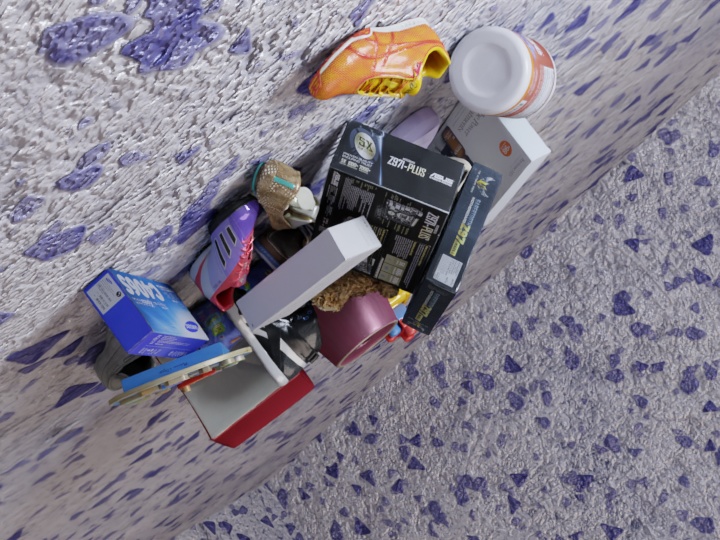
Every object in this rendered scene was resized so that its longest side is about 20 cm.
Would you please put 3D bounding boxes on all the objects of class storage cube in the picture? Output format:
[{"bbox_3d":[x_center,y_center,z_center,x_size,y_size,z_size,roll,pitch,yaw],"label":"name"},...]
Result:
[{"bbox_3d":[-0.197,0.159,1.691,0.199,0.172,0.180,-36,167,-4],"label":"storage cube"}]

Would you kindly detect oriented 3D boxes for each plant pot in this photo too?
[{"bbox_3d":[-0.040,0.051,1.734,0.199,0.180,0.200,-36,169,-8],"label":"plant pot"}]

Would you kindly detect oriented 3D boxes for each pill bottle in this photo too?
[{"bbox_3d":[0.202,-0.265,1.435,0.112,0.113,0.199,-42,168,22],"label":"pill bottle"}]

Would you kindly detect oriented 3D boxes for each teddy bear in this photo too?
[{"bbox_3d":[0.000,0.000,1.538,0.197,0.068,0.145,-13,-156,-8],"label":"teddy bear"}]

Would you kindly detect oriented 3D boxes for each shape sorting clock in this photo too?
[{"bbox_3d":[-0.236,0.142,1.396,0.197,0.040,0.200,-21,172,-3],"label":"shape sorting clock"}]

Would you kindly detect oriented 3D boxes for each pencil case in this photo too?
[{"bbox_3d":[-0.172,0.055,1.581,0.199,0.087,0.078,-36,172,-8],"label":"pencil case"}]

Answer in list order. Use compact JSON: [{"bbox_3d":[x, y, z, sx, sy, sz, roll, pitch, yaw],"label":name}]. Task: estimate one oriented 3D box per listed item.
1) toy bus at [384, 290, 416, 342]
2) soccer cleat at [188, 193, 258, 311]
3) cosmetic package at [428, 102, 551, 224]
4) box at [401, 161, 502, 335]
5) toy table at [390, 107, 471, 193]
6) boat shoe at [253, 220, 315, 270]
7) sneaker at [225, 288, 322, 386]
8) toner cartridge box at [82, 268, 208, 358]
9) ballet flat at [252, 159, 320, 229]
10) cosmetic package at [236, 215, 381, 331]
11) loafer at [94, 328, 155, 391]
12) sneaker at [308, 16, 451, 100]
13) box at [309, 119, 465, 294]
[{"bbox_3d":[0.022,0.061,1.934,0.135,0.193,0.200,-34,169,-23],"label":"toy bus"},{"bbox_3d":[-0.162,-0.022,1.346,0.068,0.074,0.200,-29,165,-37],"label":"soccer cleat"},{"bbox_3d":[0.187,-0.177,1.626,0.051,0.151,0.200,-29,165,-34],"label":"cosmetic package"},{"bbox_3d":[0.127,-0.028,1.478,0.158,0.050,0.202,114,1,-63],"label":"box"},{"bbox_3d":[0.082,-0.134,1.560,0.183,0.118,0.200,-32,166,-26],"label":"toy table"},{"bbox_3d":[-0.094,-0.045,1.502,0.072,0.072,0.200,-45,177,13],"label":"boat shoe"},{"bbox_3d":[-0.128,0.057,1.519,0.111,0.201,0.073,-37,-156,-10],"label":"sneaker"},{"bbox_3d":[-0.259,0.057,1.301,0.043,0.095,0.200,-38,169,4],"label":"toner cartridge box"},{"bbox_3d":[-0.086,-0.084,1.330,0.200,0.064,0.071,44,67,-80],"label":"ballet flat"},{"bbox_3d":[-0.070,0.004,1.369,0.199,0.051,0.082,-36,174,37],"label":"cosmetic package"},{"bbox_3d":[-0.317,0.124,1.441,0.069,0.070,0.200,-31,166,-29],"label":"loafer"},{"bbox_3d":[0.027,-0.223,1.155,0.199,0.078,0.073,-28,167,-36],"label":"sneaker"},{"bbox_3d":[0.030,-0.080,1.393,0.201,0.162,0.087,109,3,-57],"label":"box"}]
